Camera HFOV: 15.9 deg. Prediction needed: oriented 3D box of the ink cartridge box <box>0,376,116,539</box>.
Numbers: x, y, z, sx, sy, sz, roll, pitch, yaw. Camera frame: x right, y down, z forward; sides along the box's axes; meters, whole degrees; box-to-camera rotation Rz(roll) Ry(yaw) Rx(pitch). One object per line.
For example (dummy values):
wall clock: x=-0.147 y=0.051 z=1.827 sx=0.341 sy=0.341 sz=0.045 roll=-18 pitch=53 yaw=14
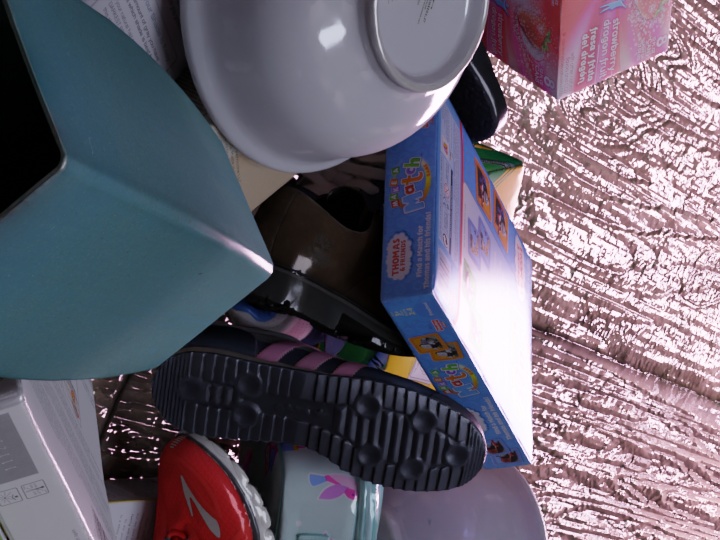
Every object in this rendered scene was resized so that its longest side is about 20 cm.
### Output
ink cartridge box: x=-0.177 y=0.065 z=1.363 sx=0.044 sy=0.177 sz=0.201 roll=-16 pitch=138 yaw=1

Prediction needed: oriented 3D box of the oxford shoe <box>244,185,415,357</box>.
oxford shoe: x=0.000 y=0.000 z=1.497 sx=0.200 sy=0.072 sz=0.085 roll=30 pitch=76 yaw=-61

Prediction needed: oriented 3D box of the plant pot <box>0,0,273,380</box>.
plant pot: x=-0.143 y=-0.033 z=1.233 sx=0.141 sy=0.142 sz=0.200 roll=-38 pitch=145 yaw=21

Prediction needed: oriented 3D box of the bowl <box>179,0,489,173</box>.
bowl: x=0.005 y=-0.146 z=1.358 sx=0.200 sy=0.090 sz=0.203 roll=-15 pitch=110 yaw=-48

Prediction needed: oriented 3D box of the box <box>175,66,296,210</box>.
box: x=-0.063 y=-0.104 z=1.438 sx=0.200 sy=0.095 sz=0.078 roll=-39 pitch=141 yaw=-35

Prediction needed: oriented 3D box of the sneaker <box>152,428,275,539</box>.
sneaker: x=-0.104 y=0.191 z=1.525 sx=0.085 sy=0.077 sz=0.202 roll=-25 pitch=127 yaw=-43

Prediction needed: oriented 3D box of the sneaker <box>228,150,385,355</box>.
sneaker: x=-0.015 y=-0.045 z=1.565 sx=0.146 sy=0.080 sz=0.201 roll=2 pitch=115 yaw=-62

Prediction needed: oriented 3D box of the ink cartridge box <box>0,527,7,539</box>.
ink cartridge box: x=-0.207 y=0.138 z=1.273 sx=0.076 sy=0.199 sz=0.148 roll=-49 pitch=146 yaw=-25

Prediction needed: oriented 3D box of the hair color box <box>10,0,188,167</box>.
hair color box: x=-0.121 y=-0.152 z=1.344 sx=0.200 sy=0.060 sz=0.099 roll=-50 pitch=146 yaw=-24

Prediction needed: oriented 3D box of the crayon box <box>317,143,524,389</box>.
crayon box: x=0.034 y=0.019 z=1.710 sx=0.118 sy=0.058 sz=0.202 roll=-15 pitch=123 yaw=-53

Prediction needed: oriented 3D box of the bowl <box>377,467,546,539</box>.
bowl: x=0.029 y=0.209 z=1.727 sx=0.090 sy=0.201 sz=0.202 roll=18 pitch=96 yaw=-34

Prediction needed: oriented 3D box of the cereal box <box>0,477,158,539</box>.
cereal box: x=-0.158 y=0.197 z=1.551 sx=0.200 sy=0.039 sz=0.145 roll=5 pitch=104 yaw=-59

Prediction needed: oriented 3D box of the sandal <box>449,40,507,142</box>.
sandal: x=0.038 y=-0.170 z=1.531 sx=0.045 sy=0.075 sz=0.201 roll=-44 pitch=121 yaw=-33

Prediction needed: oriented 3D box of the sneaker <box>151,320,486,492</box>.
sneaker: x=-0.021 y=0.070 z=1.515 sx=0.082 sy=0.198 sz=0.071 roll=-84 pitch=-167 yaw=-66

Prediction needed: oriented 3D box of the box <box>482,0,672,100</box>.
box: x=0.124 y=-0.218 z=1.526 sx=0.094 sy=0.103 sz=0.201 roll=-25 pitch=133 yaw=-28

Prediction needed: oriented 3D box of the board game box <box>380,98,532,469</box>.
board game box: x=0.060 y=0.004 z=1.537 sx=0.200 sy=0.036 sz=0.152 roll=57 pitch=29 yaw=-51

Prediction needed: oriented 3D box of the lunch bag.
lunch bag: x=-0.034 y=0.169 z=1.608 sx=0.076 sy=0.161 sz=0.201 roll=2 pitch=121 yaw=-10
